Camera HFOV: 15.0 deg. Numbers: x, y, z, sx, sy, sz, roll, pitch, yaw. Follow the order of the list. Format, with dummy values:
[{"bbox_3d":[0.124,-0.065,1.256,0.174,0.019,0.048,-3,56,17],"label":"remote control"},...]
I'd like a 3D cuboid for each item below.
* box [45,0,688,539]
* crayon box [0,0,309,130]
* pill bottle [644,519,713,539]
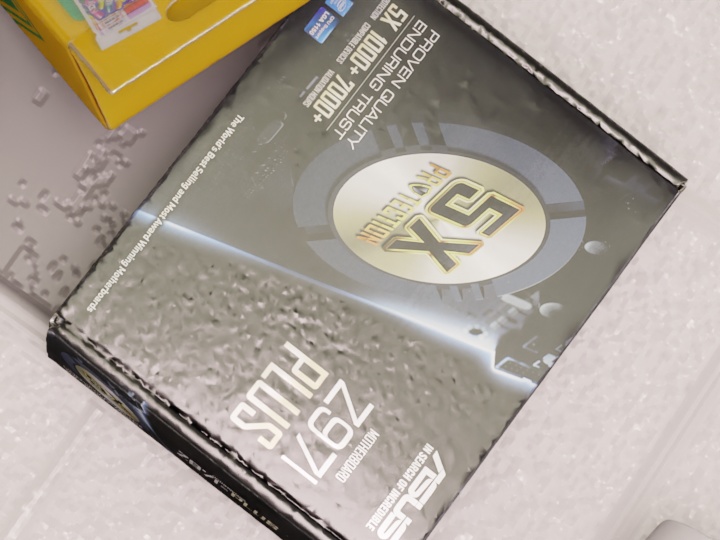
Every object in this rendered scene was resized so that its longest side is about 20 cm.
[{"bbox_3d":[0.000,0.000,1.068,0.163,0.086,0.200,38,79,0],"label":"box"},{"bbox_3d":[-0.083,-0.138,1.048,0.125,0.052,0.200,-33,49,-10],"label":"crayon box"},{"bbox_3d":[0.083,0.196,1.033,0.111,0.111,0.200,41,79,1],"label":"pill bottle"}]
